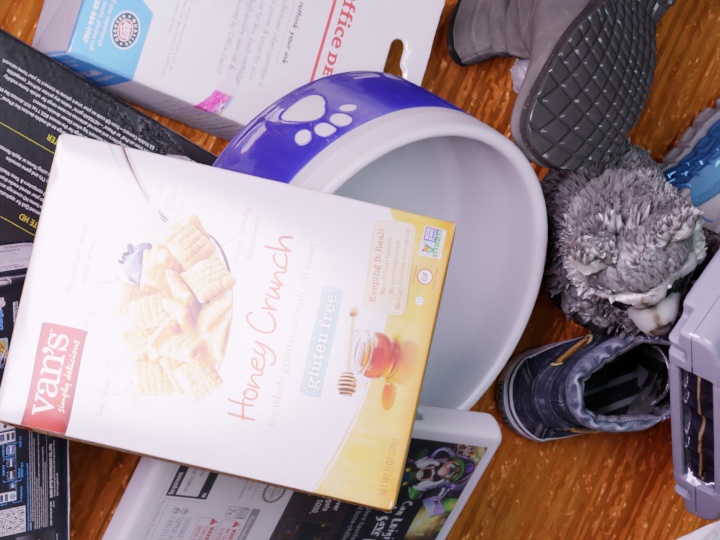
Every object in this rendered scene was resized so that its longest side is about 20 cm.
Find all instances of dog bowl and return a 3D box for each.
[{"bbox_3d":[0.000,0.000,1.561,0.199,0.079,0.201,-23,129,-31],"label":"dog bowl"}]

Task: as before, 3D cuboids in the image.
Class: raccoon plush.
[{"bbox_3d":[0.118,-0.047,1.606,0.097,0.134,0.200,-38,70,-2],"label":"raccoon plush"}]

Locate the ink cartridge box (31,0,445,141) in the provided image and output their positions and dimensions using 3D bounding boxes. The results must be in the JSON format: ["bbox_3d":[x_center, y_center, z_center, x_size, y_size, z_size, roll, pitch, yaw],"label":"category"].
[{"bbox_3d":[-0.065,-0.132,1.597,0.199,0.068,0.116,21,80,-25],"label":"ink cartridge box"}]

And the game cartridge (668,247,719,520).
[{"bbox_3d":[0.218,0.039,1.643,0.041,0.200,0.133,23,64,20],"label":"game cartridge"}]

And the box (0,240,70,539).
[{"bbox_3d":[-0.225,0.095,1.480,0.158,0.046,0.201,-10,114,-26],"label":"box"}]

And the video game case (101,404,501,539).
[{"bbox_3d":[-0.045,0.142,1.553,0.181,0.023,0.201,9,127,-26],"label":"video game case"}]

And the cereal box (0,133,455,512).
[{"bbox_3d":[-0.065,0.025,1.437,0.199,0.040,0.145,12,84,0],"label":"cereal box"}]

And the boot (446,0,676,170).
[{"bbox_3d":[0.099,-0.125,1.637,0.068,0.130,0.201,50,51,-30],"label":"boot"}]

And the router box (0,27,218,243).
[{"bbox_3d":[-0.169,-0.027,1.548,0.199,0.051,0.150,31,77,-23],"label":"router box"}]

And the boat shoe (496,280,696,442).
[{"bbox_3d":[0.182,0.053,1.705,0.199,0.091,0.071,-20,97,-27],"label":"boat shoe"}]

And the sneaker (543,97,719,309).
[{"bbox_3d":[0.194,-0.024,1.728,0.200,0.075,0.087,-36,114,-21],"label":"sneaker"}]

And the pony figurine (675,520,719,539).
[{"bbox_3d":[0.152,0.240,1.635,0.192,0.200,0.167,-13,137,-21],"label":"pony figurine"}]
